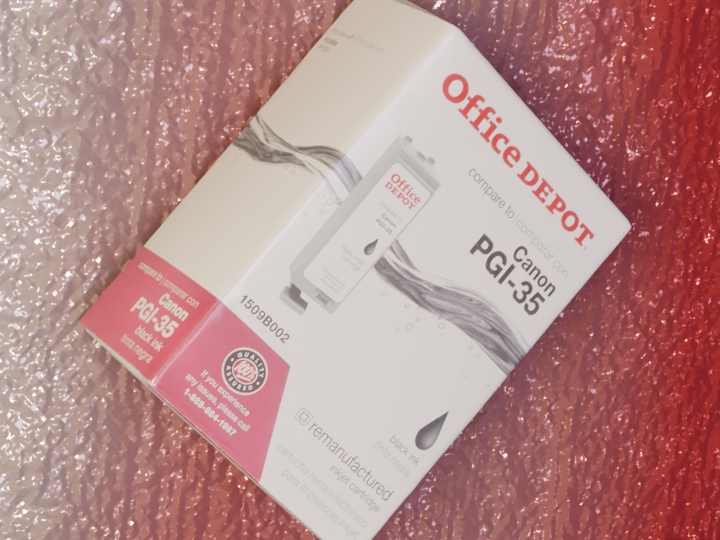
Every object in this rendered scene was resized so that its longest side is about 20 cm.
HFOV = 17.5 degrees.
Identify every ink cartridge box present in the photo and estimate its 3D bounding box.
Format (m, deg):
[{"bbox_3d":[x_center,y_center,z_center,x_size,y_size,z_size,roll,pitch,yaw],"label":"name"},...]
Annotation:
[{"bbox_3d":[0.000,0.000,1.026,0.200,0.083,0.146,-50,123,-6],"label":"ink cartridge box"}]
